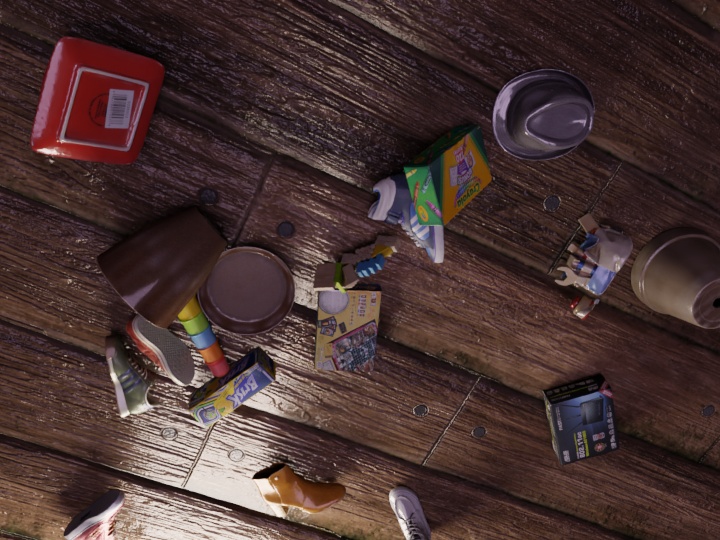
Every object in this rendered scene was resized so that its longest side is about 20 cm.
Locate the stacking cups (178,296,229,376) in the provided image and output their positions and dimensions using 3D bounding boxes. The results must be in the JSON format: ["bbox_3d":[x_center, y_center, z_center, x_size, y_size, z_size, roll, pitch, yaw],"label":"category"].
[{"bbox_3d":[-0.331,0.138,1.364,0.060,0.061,0.200,-22,117,4],"label":"stacking cups"}]

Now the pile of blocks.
[{"bbox_3d":[0.000,0.000,1.325,0.199,0.082,0.062,-25,144,9],"label":"pile of blocks"}]

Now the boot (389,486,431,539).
[{"bbox_3d":[0.135,0.642,1.621,0.073,0.096,0.200,-27,114,6],"label":"boot"}]

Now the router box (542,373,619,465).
[{"bbox_3d":[0.533,0.362,1.555,0.149,0.062,0.201,-17,115,3],"label":"router box"}]

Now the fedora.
[{"bbox_3d":[0.360,-0.288,1.225,0.199,0.090,0.178,2,114,-7],"label":"fedora"}]

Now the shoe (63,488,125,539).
[{"bbox_3d":[-0.611,0.601,1.540,0.200,0.072,0.091,-37,114,16],"label":"shoe"}]

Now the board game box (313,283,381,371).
[{"bbox_3d":[-0.030,0.125,1.402,0.135,0.035,0.201,3,114,-7],"label":"board game box"}]

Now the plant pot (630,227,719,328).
[{"bbox_3d":[0.711,0.031,1.364,0.199,0.174,0.201,-3,115,-6],"label":"plant pot"}]

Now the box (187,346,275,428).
[{"bbox_3d":[-0.281,0.256,1.415,0.200,0.070,0.064,-36,115,10],"label":"box"}]

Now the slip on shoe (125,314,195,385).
[{"bbox_3d":[-0.423,0.169,1.370,0.061,0.074,0.200,-9,128,37],"label":"slip on shoe"}]

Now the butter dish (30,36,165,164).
[{"bbox_3d":[-0.471,-0.303,1.108,0.199,0.148,0.201,0,121,-51],"label":"butter dish"}]

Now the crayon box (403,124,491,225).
[{"bbox_3d":[0.167,-0.181,1.204,0.058,0.200,0.119,4,124,39],"label":"crayon box"}]

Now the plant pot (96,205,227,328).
[{"bbox_3d":[-0.361,-0.025,1.236,0.200,0.187,0.187,-42,113,-3],"label":"plant pot"}]

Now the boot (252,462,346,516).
[{"bbox_3d":[-0.148,0.516,1.546,0.200,0.071,0.144,-17,118,7],"label":"boot"}]

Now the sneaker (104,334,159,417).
[{"bbox_3d":[-0.486,0.222,1.386,0.089,0.067,0.201,-7,115,-11],"label":"sneaker"}]

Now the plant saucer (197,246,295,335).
[{"bbox_3d":[-0.236,0.039,1.339,0.199,0.032,0.201,-4,114,-8],"label":"plant saucer"}]

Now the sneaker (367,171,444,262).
[{"bbox_3d":[0.091,-0.101,1.297,0.146,0.081,0.201,-5,122,9],"label":"sneaker"}]

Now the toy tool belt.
[{"bbox_3d":[0.475,-0.010,1.365,0.123,0.125,0.200,32,107,14],"label":"toy tool belt"}]
